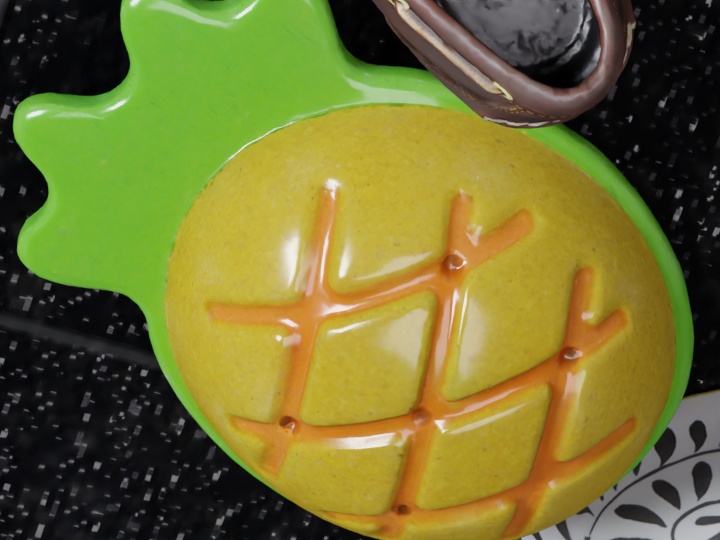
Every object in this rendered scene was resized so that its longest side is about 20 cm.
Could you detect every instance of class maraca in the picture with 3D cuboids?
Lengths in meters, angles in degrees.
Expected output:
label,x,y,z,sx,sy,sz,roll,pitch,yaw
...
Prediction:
label,x,y,z,sx,sy,sz,roll,pitch,yaw
maraca,0.000,0.000,0.783,0.200,0.107,0.137,38,109,-19

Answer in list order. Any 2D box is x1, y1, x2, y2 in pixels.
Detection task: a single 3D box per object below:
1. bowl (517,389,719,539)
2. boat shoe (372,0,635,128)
label,x,y,z,sx,sy,sz,roll,pitch,yaw
bowl,0.127,0.143,0.870,0.200,0.094,0.201,-3,110,-9
boat shoe,0.001,-0.122,0.703,0.070,0.070,0.200,-39,96,4
